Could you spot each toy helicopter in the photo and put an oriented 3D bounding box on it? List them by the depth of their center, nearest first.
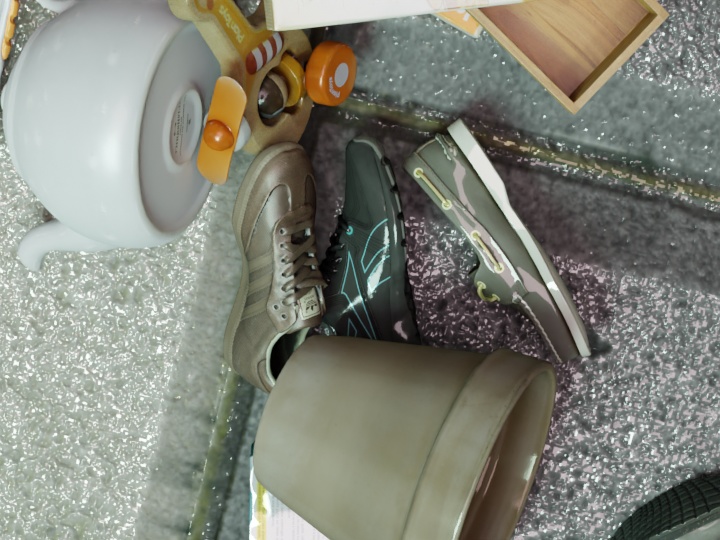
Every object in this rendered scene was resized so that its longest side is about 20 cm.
[{"bbox_3d":[-0.089,-0.146,1.456,0.079,0.200,0.133,16,69,31],"label":"toy helicopter"}]

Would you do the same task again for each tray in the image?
[{"bbox_3d":[0.113,-0.216,1.468,0.200,0.037,0.099,43,94,-12],"label":"tray"}]

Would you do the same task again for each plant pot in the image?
[{"bbox_3d":[0.025,0.129,1.484,0.173,0.200,0.201,21,98,17],"label":"plant pot"}]

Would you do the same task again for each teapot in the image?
[{"bbox_3d":[-0.189,-0.119,1.483,0.145,0.198,0.201,13,67,18],"label":"teapot"}]

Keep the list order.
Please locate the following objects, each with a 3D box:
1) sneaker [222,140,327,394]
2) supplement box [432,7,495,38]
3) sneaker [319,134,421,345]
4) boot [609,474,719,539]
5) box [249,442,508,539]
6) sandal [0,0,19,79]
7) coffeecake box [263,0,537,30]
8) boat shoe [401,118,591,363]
[{"bbox_3d":[-0.049,0.003,1.523,0.070,0.075,0.201,-22,133,-39],"label":"sneaker"},{"bbox_3d":[0.078,-0.287,1.508,0.126,0.074,0.201,28,97,-7],"label":"supplement box"},{"bbox_3d":[0.000,0.000,1.552,0.079,0.075,0.201,-7,99,1],"label":"sneaker"},{"bbox_3d":[0.242,0.254,1.613,0.200,0.068,0.131,-34,103,11],"label":"boot"},{"bbox_3d":[0.014,0.176,1.592,0.199,0.049,0.083,1,99,-2],"label":"box"},{"bbox_3d":[-0.292,-0.166,1.506,0.059,0.079,0.208,1,102,-34],"label":"sandal"},{"bbox_3d":[0.029,-0.249,1.395,0.199,0.073,0.154,-7,98,-6],"label":"coffeecake box"},{"bbox_3d":[0.104,-0.014,1.556,0.060,0.072,0.202,-31,93,5],"label":"boat shoe"}]
